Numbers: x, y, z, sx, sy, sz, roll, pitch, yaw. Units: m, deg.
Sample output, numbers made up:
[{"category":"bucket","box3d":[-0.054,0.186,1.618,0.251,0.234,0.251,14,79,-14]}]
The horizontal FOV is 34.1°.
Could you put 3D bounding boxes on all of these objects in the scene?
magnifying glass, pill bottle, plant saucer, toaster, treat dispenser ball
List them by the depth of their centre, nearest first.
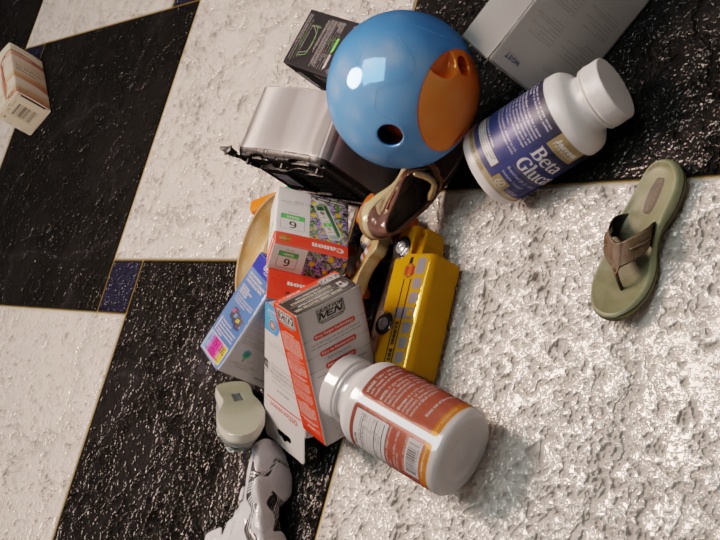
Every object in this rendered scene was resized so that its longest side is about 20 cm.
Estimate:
[{"category":"pill bottle","box3d":[0.049,0.181,1.433,0.199,0.112,0.113,27,89,35]},{"category":"pill bottle","box3d":[0.235,-0.176,1.462,0.199,0.111,0.112,-32,48,32]},{"category":"treat dispenser ball","box3d":[0.055,-0.233,1.514,0.200,0.200,0.203,-25,53,37]},{"category":"toaster","box3d":[-0.063,-0.178,1.709,0.180,0.200,0.120,11,77,39]},{"category":"plant saucer","box3d":[-0.131,-0.020,1.812,0.200,0.035,0.202,-34,48,47]},{"category":"magnifying glass","box3d":[-0.104,-0.124,1.877,0.199,0.022,0.080,-15,59,40]}]

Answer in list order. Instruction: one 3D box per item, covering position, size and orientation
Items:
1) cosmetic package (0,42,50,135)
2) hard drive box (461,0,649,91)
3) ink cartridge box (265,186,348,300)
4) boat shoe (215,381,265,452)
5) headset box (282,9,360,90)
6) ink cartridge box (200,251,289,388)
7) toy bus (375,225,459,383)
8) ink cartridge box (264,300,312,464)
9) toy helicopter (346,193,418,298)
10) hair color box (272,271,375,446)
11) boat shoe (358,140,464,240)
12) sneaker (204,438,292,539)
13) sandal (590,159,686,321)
[{"category":"cosmetic package","box3d":[-0.790,-0.422,2.722,0.087,0.103,0.201,-43,45,20]},{"category":"hard drive box","box3d":[0.253,-0.326,1.492,0.200,0.155,0.077,-51,41,13]},{"category":"ink cartridge box","box3d":[-0.073,-0.031,1.634,0.201,0.108,0.051,-91,17,-52]},{"category":"boat shoe","box3d":[-0.174,0.222,1.693,0.201,0.069,0.072,-128,33,-72]},{"category":"headset box","box3d":[0.017,-0.284,1.711,0.200,0.174,0.093,30,91,49]},{"category":"ink cartridge box","box3d":[-0.118,0.065,1.693,0.201,0.136,0.076,-55,43,9]},{"category":"toy bus","box3d":[0.076,0.043,1.550,0.078,0.065,0.202,-3,68,46]},{"category":"ink cartridge box","box3d":[-0.078,0.149,1.620,0.116,0.067,0.202,30,123,51]},{"category":"toy helicopter","box3d":[0.000,0.000,1.644,0.132,0.078,0.201,-36,30,60]},{"category":"hair color box","box3d":[-0.038,0.115,1.521,0.101,0.202,0.061,-25,32,-26]},{"category":"boat shoe","box3d":[0.083,-0.115,1.584,0.200,0.072,0.072,-43,22,-21]},{"category":"sneaker","box3d":[-0.158,0.339,1.633,0.114,0.075,0.202,-22,58,35]},{"category":"sandal","box3d":[0.309,-0.040,1.349,0.079,0.057,0.203,13,79,50]}]
